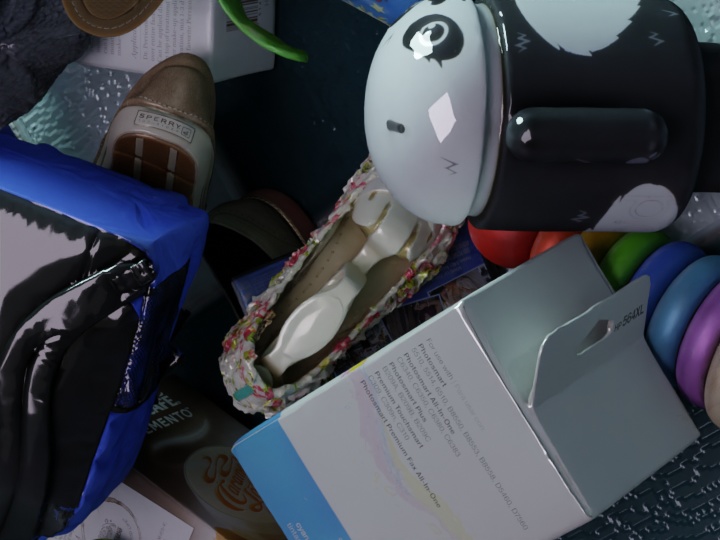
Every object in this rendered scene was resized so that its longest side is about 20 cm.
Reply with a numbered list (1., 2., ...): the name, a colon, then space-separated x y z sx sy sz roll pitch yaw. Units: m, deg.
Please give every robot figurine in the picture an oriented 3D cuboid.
1. robot figurine: 0.102 -0.083 1.271 0.150 0.199 0.125 113 155 -63

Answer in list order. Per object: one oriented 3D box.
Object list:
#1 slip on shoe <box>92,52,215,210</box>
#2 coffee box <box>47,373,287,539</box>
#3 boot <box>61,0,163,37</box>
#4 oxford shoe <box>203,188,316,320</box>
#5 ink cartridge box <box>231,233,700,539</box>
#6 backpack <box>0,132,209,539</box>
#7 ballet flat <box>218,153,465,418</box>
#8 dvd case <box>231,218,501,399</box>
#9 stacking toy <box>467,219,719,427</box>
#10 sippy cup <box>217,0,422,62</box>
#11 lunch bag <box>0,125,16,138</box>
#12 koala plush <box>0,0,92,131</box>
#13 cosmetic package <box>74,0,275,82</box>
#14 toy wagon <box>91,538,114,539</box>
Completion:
1. slip on shoe: -0.122 -0.061 1.449 0.076 0.061 0.200 17 155 -3
2. coffee box: -0.082 0.157 1.454 0.200 0.114 0.080 35 117 20
3. boot: -0.133 -0.233 1.371 0.155 0.074 0.201 -145 66 -71
4. oxford shoe: -0.028 0.043 1.435 0.200 0.075 0.070 49 120 14
5. ink cartridge box: 0.063 0.081 1.271 0.200 0.128 0.125 -33 88 38
6. backpack: -0.174 0.041 1.360 0.162 0.168 0.200 22 108 15
7. ballet flat: 0.000 0.000 1.355 0.076 0.064 0.200 38 84 -6
8. dvd case: 0.030 0.069 1.392 0.142 0.018 0.200 -22 87 -5
9. stacking toy: 0.142 0.006 1.330 0.200 0.085 0.086 31 115 31
10. sippy cup: 0.005 -0.202 1.340 0.130 0.140 0.178 38 138 8
11. lunch bag: -0.290 -0.047 1.541 0.170 0.124 0.200 50 127 10
12. koala plush: -0.265 -0.185 1.418 0.200 0.183 0.178 54 143 32
13. cosmetic package: -0.149 -0.175 1.467 0.200 0.071 0.102 12 107 29
14. toy wagon: -0.153 0.231 1.430 0.200 0.040 0.155 30 122 24
